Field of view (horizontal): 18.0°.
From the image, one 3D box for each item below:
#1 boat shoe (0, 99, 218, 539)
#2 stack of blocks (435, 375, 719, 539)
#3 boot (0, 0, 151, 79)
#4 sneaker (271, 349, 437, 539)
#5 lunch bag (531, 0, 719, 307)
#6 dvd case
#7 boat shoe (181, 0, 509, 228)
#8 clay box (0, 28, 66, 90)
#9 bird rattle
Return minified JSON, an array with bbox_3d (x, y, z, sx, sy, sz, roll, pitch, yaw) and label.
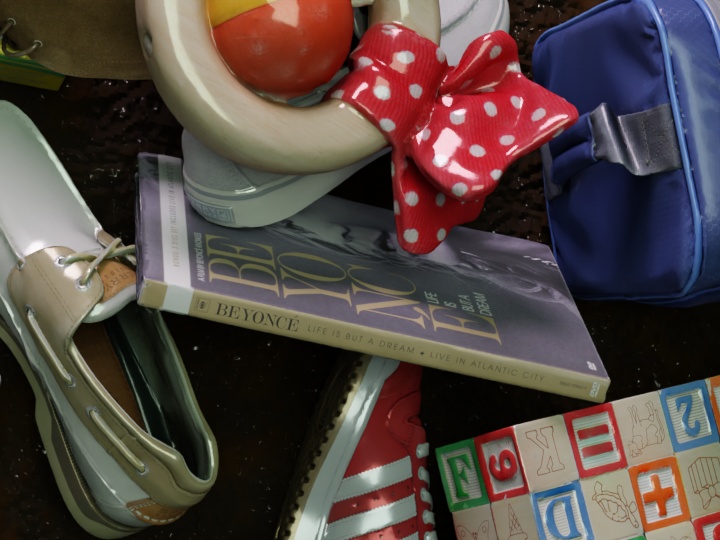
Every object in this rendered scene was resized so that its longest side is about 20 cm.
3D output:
[{"bbox_3d":[-0.118,0.014,0.974,0.075,0.068,0.201,-30,96,-48],"label":"boat shoe"},{"bbox_3d":[0.138,0.111,1.003,0.199,0.058,0.116,-11,83,-36],"label":"stack of blocks"},{"bbox_3d":[-0.147,-0.117,0.956,0.198,0.074,0.076,2,108,-8],"label":"boot"},{"bbox_3d":[0.022,0.117,1.002,0.112,0.071,0.201,19,85,-6],"label":"sneaker"},{"bbox_3d":[0.150,-0.054,0.994,0.131,0.200,0.137,-10,88,-13],"label":"lunch bag"},{"bbox_3d":[0.000,0.000,0.984,0.198,0.149,0.016,12,111,-11],"label":"dvd case"},{"bbox_3d":[-0.006,-0.096,1.003,0.199,0.069,0.072,-33,46,-31],"label":"boat shoe"},{"bbox_3d":[-0.219,-0.156,0.998,0.198,0.048,0.116,10,79,-14],"label":"clay box"},{"bbox_3d":[-0.013,-0.101,0.929,0.162,0.113,0.202,-14,98,-22],"label":"bird rattle"}]
